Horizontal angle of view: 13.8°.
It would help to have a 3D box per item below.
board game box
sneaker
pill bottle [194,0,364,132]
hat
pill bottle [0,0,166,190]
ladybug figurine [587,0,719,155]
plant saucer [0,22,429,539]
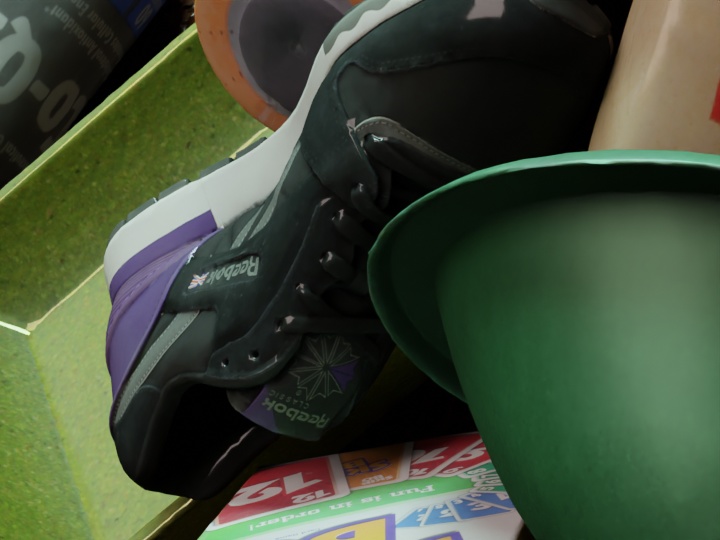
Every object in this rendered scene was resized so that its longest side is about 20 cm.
[{"bbox_3d":[-0.001,0.079,0.748,0.095,0.030,0.200,-10,12,13],"label":"board game box"},{"bbox_3d":[0.000,0.000,0.803,0.200,0.076,0.088,-40,37,43],"label":"sneaker"},{"bbox_3d":[0.030,-0.117,0.889,0.106,0.106,0.200,-9,29,39],"label":"pill bottle"},{"bbox_3d":[0.074,0.087,0.671,0.200,0.166,0.176,-13,52,45],"label":"hat"},{"bbox_3d":[-0.165,-0.067,1.080,0.200,0.114,0.114,-54,37,-8],"label":"pill bottle"},{"bbox_3d":[0.114,-0.064,0.807,0.072,0.136,0.200,17,72,11],"label":"ladybug figurine"},{"bbox_3d":[-0.047,0.010,0.949,0.200,0.048,0.200,-40,37,11],"label":"plant saucer"}]
